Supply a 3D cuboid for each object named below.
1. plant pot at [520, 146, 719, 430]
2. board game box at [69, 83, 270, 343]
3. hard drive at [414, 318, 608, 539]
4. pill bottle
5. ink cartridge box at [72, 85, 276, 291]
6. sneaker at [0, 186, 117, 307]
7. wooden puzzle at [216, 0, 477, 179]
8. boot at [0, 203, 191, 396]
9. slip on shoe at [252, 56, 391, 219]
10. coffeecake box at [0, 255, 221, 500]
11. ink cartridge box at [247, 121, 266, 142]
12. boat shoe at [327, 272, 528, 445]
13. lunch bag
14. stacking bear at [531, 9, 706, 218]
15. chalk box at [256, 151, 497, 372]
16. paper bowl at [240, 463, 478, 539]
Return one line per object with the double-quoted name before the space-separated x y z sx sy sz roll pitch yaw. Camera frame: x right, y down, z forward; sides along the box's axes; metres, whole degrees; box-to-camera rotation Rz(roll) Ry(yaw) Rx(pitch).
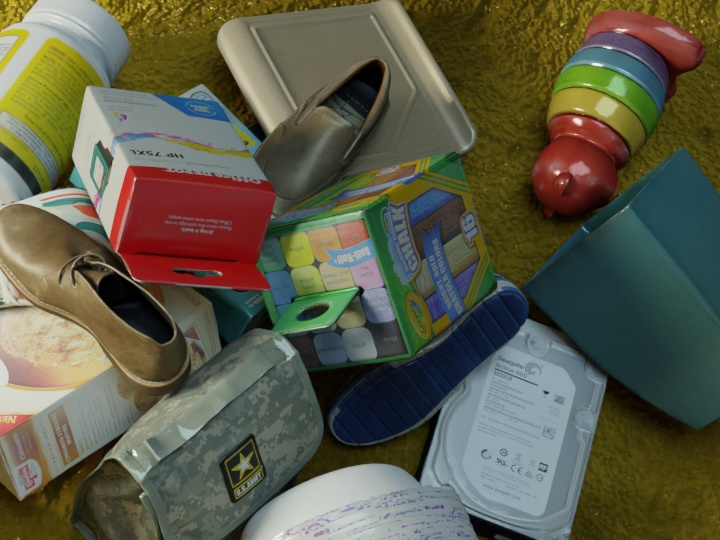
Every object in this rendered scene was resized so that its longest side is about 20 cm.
"plant pot" 0.277 0.028 1.400 0.200 0.141 0.141 50 41 1
"board game box" -0.122 -0.052 1.348 0.200 0.047 0.151 44 46 9
"hard drive" 0.133 0.136 1.380 0.139 0.038 0.200 22 59 -3
"pill bottle" -0.287 -0.141 1.374 0.114 0.114 0.200 28 60 1
"ink cartridge box" -0.140 -0.064 1.217 0.116 0.067 0.200 4 29 -27
"sneaker" -0.284 -0.003 1.245 0.199 0.071 0.093 -19 32 -16
"wooden puzzle" -0.013 -0.165 1.473 0.199 0.037 0.185 -15 65 -31
"boot" -0.201 0.004 1.175 0.200 0.076 0.074 38 65 18
"slip on shoe" -0.032 -0.114 1.367 0.076 0.061 0.200 39 51 5
"coffeecake box" -0.235 0.068 1.264 0.200 0.073 0.153 -33 45 -27
"ink cartridge box" -0.091 -0.082 1.441 0.200 0.037 0.095 -30 74 -24
"boat shoe" 0.051 0.073 1.364 0.200 0.072 0.072 -35 32 -4
"lunch bag" -0.121 0.146 1.214 0.118 0.200 0.164 45 60 12
"stacking bear" 0.229 -0.139 1.514 0.113 0.121 0.200 29 67 -1
"chalk box" 0.000 0.000 1.258 0.200 0.124 0.124 -33 109 -53
"paper bowl" -0.012 0.220 1.203 0.200 0.201 0.105 -13 64 -20
